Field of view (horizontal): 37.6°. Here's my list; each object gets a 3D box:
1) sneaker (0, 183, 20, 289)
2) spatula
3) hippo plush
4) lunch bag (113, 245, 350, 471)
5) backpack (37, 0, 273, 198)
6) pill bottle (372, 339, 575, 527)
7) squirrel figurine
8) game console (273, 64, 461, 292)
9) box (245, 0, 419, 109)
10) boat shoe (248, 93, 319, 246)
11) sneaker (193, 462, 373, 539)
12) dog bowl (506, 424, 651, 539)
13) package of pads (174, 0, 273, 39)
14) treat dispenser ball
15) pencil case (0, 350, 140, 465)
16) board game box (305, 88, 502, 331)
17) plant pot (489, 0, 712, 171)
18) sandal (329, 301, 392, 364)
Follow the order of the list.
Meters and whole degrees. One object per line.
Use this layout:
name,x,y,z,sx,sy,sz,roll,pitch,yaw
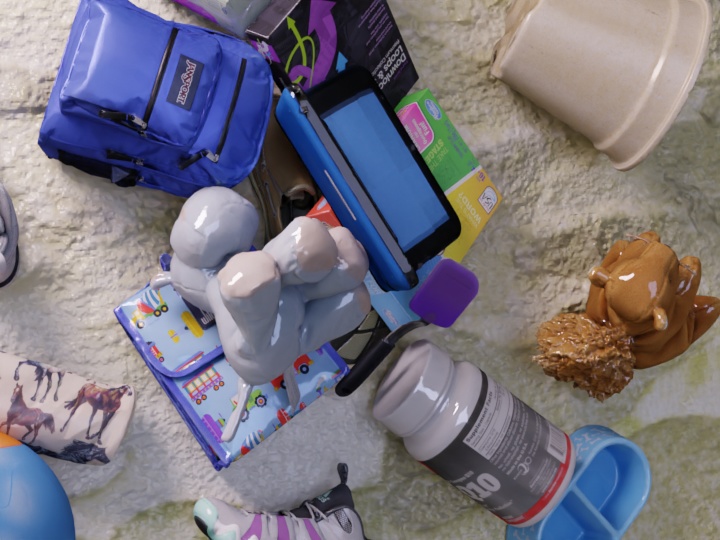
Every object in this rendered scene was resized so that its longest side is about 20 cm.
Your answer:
sneaker,-0.350,-0.080,0.924,0.074,0.115,0.203,-23,95,-22
spatula,0.039,0.064,1.032,0.056,0.200,0.021,28,35,-26
hippo plush,-0.092,0.007,0.958,0.158,0.161,0.202,-20,136,-32
lunch bag,-0.132,0.066,1.030,0.150,0.094,0.201,-36,87,-18
backpack,-0.180,-0.150,0.970,0.197,0.168,0.165,19,86,-17
pill bottle,0.116,0.167,1.097,0.199,0.114,0.115,36,75,-15
squirrel figurine,0.282,0.053,1.126,0.141,0.187,0.201,42,93,16
game console,0.020,-0.095,0.965,0.118,0.171,0.202,-34,94,-8
box,-0.020,-0.212,1.050,0.144,0.036,0.201,-53,144,-16
boat shoe,-0.067,-0.081,1.059,0.071,0.076,0.203,-13,91,-22
sneaker,-0.061,0.244,1.047,0.200,0.077,0.141,43,71,-24
dog bowl,0.249,0.264,1.179,0.112,0.049,0.200,47,71,-13
package of pads,-0.109,-0.333,1.026,0.154,0.068,0.200,32,71,29
treat dispenser ball,-0.334,0.228,0.864,0.198,0.200,0.205,1,86,-22
pencil case,-0.300,0.114,0.951,0.197,0.078,0.091,20,56,-20
board game box,0.050,-0.063,1.081,0.154,0.040,0.201,51,55,-21
plant pot,0.247,-0.239,1.149,0.181,0.200,0.203,23,78,-7
sandal,0.001,-0.001,1.094,0.079,0.057,0.204,23,69,-36
